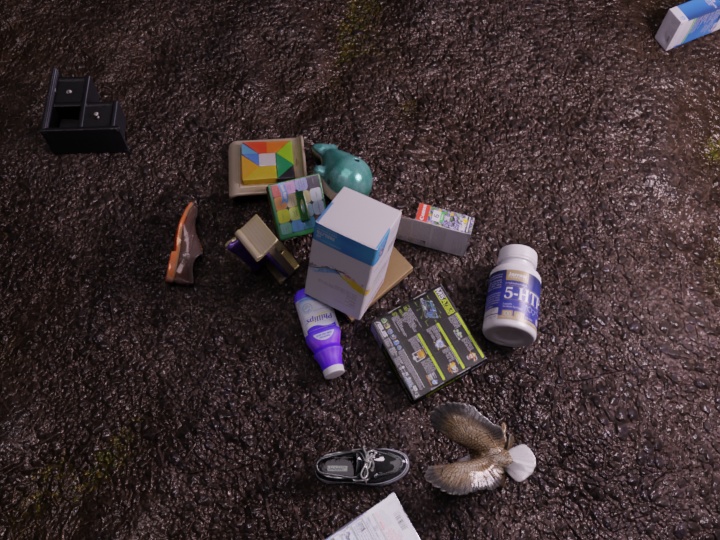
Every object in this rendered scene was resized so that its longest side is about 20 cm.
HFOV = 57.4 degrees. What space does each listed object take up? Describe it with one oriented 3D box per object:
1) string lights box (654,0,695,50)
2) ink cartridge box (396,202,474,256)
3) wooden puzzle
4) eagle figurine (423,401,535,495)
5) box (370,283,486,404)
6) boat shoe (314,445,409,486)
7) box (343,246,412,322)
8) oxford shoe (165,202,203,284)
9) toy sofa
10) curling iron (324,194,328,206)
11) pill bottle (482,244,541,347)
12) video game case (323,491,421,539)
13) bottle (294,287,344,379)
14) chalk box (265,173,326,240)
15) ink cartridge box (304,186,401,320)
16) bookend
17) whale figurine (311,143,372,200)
[{"bbox_3d":[0.936,-0.701,1.839,0.195,0.104,0.060,-23,65,-12],"label":"string lights box"},{"bbox_3d":[0.160,-0.102,1.536,0.194,0.110,0.052,16,64,7],"label":"ink cartridge box"},{"bbox_3d":[-0.232,-0.263,1.628,0.193,0.038,0.189,-7,54,-3],"label":"wooden puzzle"},{"bbox_3d":[0.228,0.365,1.297,0.153,0.197,0.153,-55,33,15],"label":"eagle figurine"},{"bbox_3d":[0.147,0.159,1.449,0.189,0.048,0.203,-25,67,-15],"label":"box"},{"bbox_3d":[0.004,0.390,1.323,0.192,0.069,0.076,3,64,0],"label":"boat shoe"},{"bbox_3d":[0.000,0.000,1.533,0.198,0.021,0.164,-38,71,-17],"label":"box"},{"bbox_3d":[-0.401,-0.061,1.539,0.071,0.071,0.206,14,68,-16],"label":"oxford shoe"},{"bbox_3d":[-0.212,-0.032,1.445,0.097,0.200,0.083,-42,72,-4],"label":"toy sofa"},{"bbox_3d":[-0.168,-0.202,1.623,0.196,0.026,0.050,27,64,11],"label":"curling iron"},{"bbox_3d":[0.340,0.053,1.461,0.116,0.121,0.206,11,65,4],"label":"pill bottle"},{"bbox_3d":[0.041,0.565,1.253,0.178,0.046,0.203,-28,68,-15],"label":"video game case"},{"bbox_3d":[-0.085,0.135,1.443,0.081,0.066,0.205,-15,66,-9],"label":"bottle"},{"bbox_3d":[-0.142,-0.143,1.483,0.120,0.200,0.129,-13,97,-7],"label":"chalk box"},{"bbox_3d":[-0.018,-0.035,1.405,0.143,0.204,0.148,23,42,11],"label":"ink cartridge box"},{"bbox_3d":[-0.687,-0.409,1.674,0.193,0.093,0.205,-1,64,-3],"label":"bookend"},{"bbox_3d":[-0.045,-0.252,1.595,0.155,0.105,0.203,-3,50,-36],"label":"whale figurine"}]
